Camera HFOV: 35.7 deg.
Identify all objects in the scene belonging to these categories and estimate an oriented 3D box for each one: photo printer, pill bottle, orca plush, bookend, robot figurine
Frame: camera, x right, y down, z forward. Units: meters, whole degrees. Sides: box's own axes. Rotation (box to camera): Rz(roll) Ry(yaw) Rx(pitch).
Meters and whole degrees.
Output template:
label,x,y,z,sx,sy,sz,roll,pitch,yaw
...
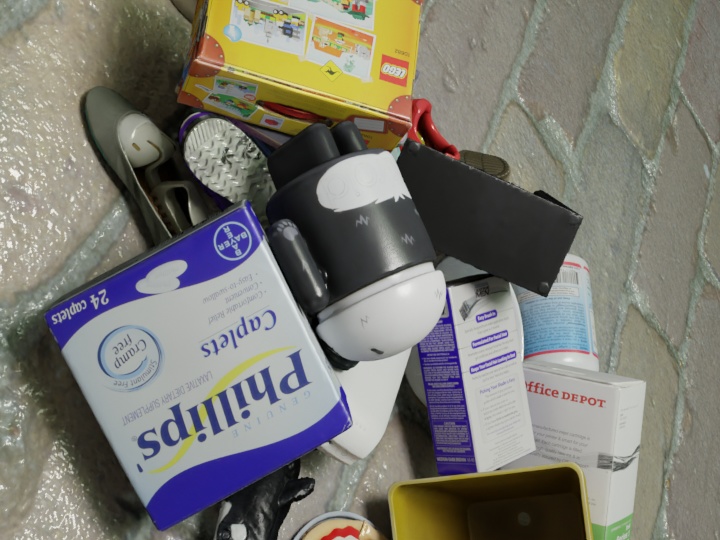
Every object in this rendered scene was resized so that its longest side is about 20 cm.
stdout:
label,x,y,z,sx,sy,sz,roll,pitch,yaw
photo printer,-0.030,0.081,1.113,0.167,0.069,0.201,49,34,-18
pill bottle,0.247,0.088,1.429,0.108,0.108,0.203,22,59,-43
orca plush,-0.067,0.203,1.021,0.200,0.070,0.107,-44,125,-63
bookend,0.115,-0.069,1.211,0.197,0.093,0.200,23,9,-5
robot figurine,-0.007,-0.023,0.953,0.149,0.125,0.202,-22,83,-14

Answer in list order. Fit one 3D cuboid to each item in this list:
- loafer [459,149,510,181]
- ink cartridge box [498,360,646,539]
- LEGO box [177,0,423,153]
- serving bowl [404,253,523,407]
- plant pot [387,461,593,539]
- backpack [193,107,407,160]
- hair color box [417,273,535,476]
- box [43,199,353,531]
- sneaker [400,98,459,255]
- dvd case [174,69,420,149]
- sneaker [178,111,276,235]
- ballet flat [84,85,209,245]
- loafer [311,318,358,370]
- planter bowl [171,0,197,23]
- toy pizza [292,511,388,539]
label,x,y,z,sx,sy,sz,roll,pitch,yaw
loafer,0.152,-0.091,1.408,0.075,0.069,0.201,12,28,-6
ink cartridge box,0.240,0.213,1.285,0.084,0.145,0.203,-1,98,-53
LEGO box,-0.049,-0.203,1.004,0.197,0.077,0.151,14,65,-15
serving bowl,0.106,0.078,1.290,0.199,0.065,0.203,8,79,-47
plant pot,0.157,0.306,1.159,0.176,0.197,0.203,19,63,-69
backpack,-0.062,-0.158,1.137,0.198,0.153,0.178,-10,74,-37
hair color box,0.122,0.110,1.209,0.109,0.064,0.203,-12,95,-47
box,-0.128,0.073,0.921,0.202,0.182,0.105,63,-3,-8
sneaker,0.087,-0.111,1.346,0.077,0.084,0.202,-29,96,-50
dvd case,-0.054,-0.177,1.046,0.198,0.016,0.150,28,64,-8
sneaker,-0.101,-0.072,1.040,0.069,0.099,0.201,-39,121,-7
ballet flat,-0.183,-0.086,1.032,0.067,0.063,0.202,-34,100,-49
loafer,0.000,0.000,1.085,0.072,0.072,0.202,29,41,-33
planter bowl,-0.111,-0.359,1.180,0.199,0.134,0.203,23,57,-41
toy pizza,-0.005,0.335,1.085,0.199,0.031,0.203,24,57,-42
